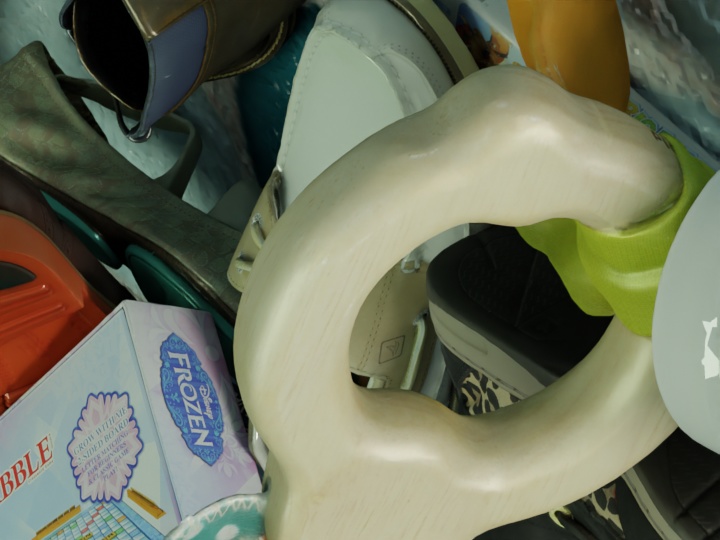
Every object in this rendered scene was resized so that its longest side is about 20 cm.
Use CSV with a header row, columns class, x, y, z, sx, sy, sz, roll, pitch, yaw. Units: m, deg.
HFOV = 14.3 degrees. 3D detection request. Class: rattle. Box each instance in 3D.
class,x,y,z,sx,sy,sz,roll,pitch,yaw
rattle,-0.003,0.011,0.748,0.200,0.130,0.143,-51,51,25

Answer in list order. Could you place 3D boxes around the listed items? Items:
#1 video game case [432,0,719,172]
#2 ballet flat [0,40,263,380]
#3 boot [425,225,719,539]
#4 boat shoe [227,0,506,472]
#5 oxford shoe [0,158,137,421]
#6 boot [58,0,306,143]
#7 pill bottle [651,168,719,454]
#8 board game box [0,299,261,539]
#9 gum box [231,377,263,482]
class,x,y,z,sx,sy,sz,roll,pitch,yaw
video game case,0.081,0.009,0.844,0.200,0.018,0.144,43,151,23
ballet flat,-0.065,-0.019,1.005,0.200,0.062,0.068,36,166,24
boot,0.088,0.092,0.808,0.200,0.073,0.151,38,142,39
boat shoe,0.000,0.000,0.871,0.075,0.068,0.201,37,148,33
oxford shoe,-0.111,0.009,0.991,0.200,0.071,0.073,63,-174,-62
boot,-0.066,-0.085,0.893,0.075,0.097,0.200,56,153,-2
pill bottle,0.163,0.034,0.631,0.200,0.112,0.113,26,141,46
board game box,-0.096,0.146,0.954,0.200,0.041,0.201,-39,56,37
gum box,-0.005,0.126,1.090,0.170,0.044,0.201,30,145,39
